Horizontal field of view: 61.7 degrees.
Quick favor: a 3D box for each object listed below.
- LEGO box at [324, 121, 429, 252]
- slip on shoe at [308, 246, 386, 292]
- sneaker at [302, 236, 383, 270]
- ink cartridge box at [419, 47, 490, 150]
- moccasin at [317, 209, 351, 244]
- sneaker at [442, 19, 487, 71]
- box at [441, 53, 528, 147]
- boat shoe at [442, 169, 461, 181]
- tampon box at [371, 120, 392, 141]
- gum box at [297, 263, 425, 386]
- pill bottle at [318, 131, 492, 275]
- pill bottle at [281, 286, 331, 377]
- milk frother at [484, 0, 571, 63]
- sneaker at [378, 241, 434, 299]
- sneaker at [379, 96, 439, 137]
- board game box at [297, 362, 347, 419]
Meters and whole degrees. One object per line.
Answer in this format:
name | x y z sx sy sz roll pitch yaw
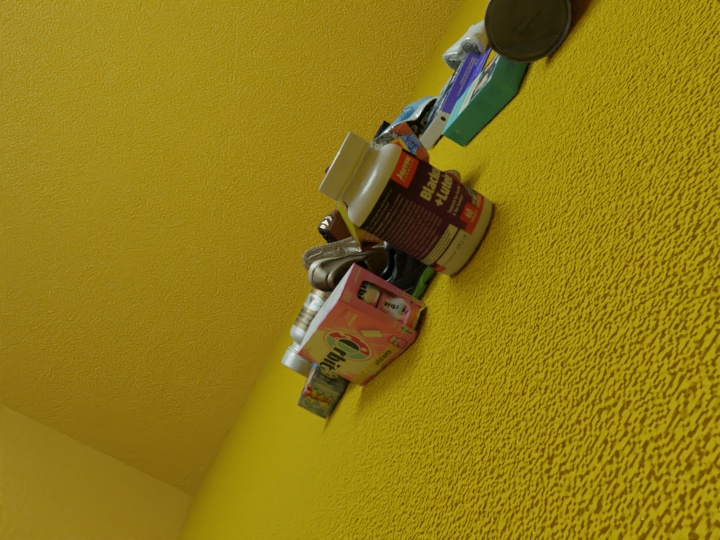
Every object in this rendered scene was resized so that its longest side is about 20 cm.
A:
LEGO box | 0.037 -0.131 1.003 0.148 0.077 0.200 -31 -20 -3
slip on shoe | 0.000 0.000 1.085 0.060 0.199 0.077 13 104 46
sneaker | -0.012 -0.026 1.276 0.112 0.198 0.072 29 -123 -69
ink cartridge box | 0.220 -0.414 1.426 0.199 0.043 0.200 -65 9 -24
moccasin | -0.030 -0.060 1.402 0.073 0.202 0.078 17 61 44
sneaker | 0.276 -0.559 1.500 0.100 0.078 0.200 -56 15 -9
box | 0.209 -0.292 1.023 0.083 0.049 0.200 -64 7 -19
boat shoe | 0.098 -0.092 0.977 0.063 0.071 0.200 -59 6 -33
tampon box | 0.069 -0.291 1.684 0.150 0.126 0.201 -57 9 38
gum box | -0.002 0.081 0.852 0.200 0.113 0.066 -53 12 54
pill bottle | 0.053 -0.087 0.752 0.112 0.199 0.112 -60 8 14
pill bottle | -0.082 0.122 1.266 0.201 0.114 0.114 -63 7 -5
milk frother | 0.227 -0.437 0.852 0.181 0.199 0.189 -50 14 42
sneaker | 0.078 -0.041 0.854 0.201 0.083 0.077 -62 13 6
sneaker | 0.129 -0.386 1.587 0.199 0.079 0.090 -35 34 1
board game box | -0.035 0.147 1.057 0.200 0.061 0.201 -52 14 54
